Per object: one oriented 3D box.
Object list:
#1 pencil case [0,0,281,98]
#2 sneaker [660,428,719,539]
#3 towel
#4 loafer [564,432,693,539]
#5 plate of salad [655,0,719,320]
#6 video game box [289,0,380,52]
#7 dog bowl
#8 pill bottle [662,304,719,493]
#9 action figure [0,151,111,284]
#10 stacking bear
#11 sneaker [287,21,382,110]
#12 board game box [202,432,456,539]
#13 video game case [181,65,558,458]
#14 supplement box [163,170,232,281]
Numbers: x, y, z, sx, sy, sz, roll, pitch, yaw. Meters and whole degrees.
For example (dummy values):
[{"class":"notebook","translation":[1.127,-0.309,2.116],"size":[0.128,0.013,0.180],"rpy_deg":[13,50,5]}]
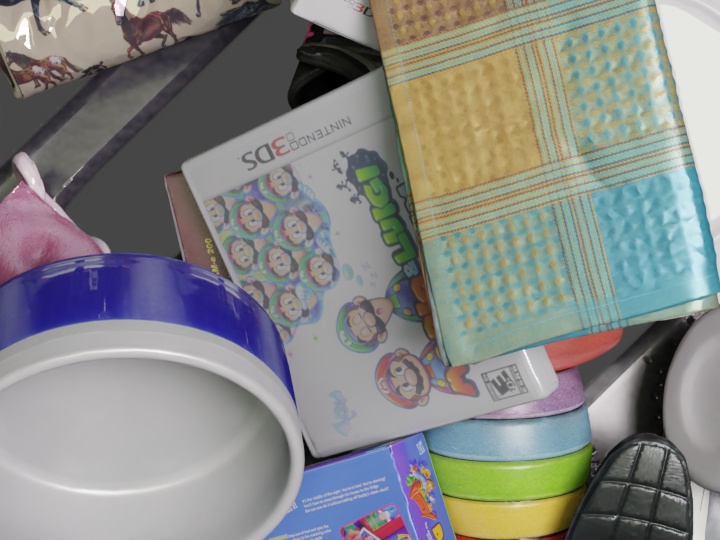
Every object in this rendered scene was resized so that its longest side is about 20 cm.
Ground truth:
[{"class":"pencil case","translation":[-0.145,-0.183,0.997],"size":[0.200,0.078,0.089],"rpy_deg":[-19,100,1]},{"class":"sneaker","translation":[0.253,0.177,0.959],"size":[0.146,0.077,0.202],"rpy_deg":[6,78,-6]},{"class":"towel","translation":[0.091,-0.063,0.786],"size":[0.147,0.022,0.200],"rpy_deg":[-13,87,15]},{"class":"loafer","translation":[0.151,0.181,0.913],"size":[0.073,0.072,0.200],"rpy_deg":[14,109,8]},{"class":"plate of salad","translation":[0.143,-0.074,0.806],"size":[0.200,0.048,0.200],"rpy_deg":[1,92,15]},{"class":"video game box","translation":[0.046,-0.182,0.912],"size":[0.182,0.200,0.047],"rpy_deg":[19,127,-19]},{"class":"dog bowl","translation":[-0.134,0.088,0.862],"size":[0.200,0.200,0.079],"rpy_deg":[-13,43,1]},{"class":"pill bottle","translation":[0.287,0.088,0.913],"size":[0.200,0.112,0.112],"rpy_deg":[12,86,-27]},{"class":"action figure","translation":[-0.147,0.027,0.958],"size":[0.200,0.134,0.149],"rpy_deg":[8,60,26]},{"class":"stacking bear","translation":[0.091,0.131,0.950],"size":[0.121,0.114,0.200],"rpy_deg":[2,98,36]},{"class":"sneaker","translation":[-0.013,-0.136,0.954],"size":[0.087,0.074,0.200],"rpy_deg":[-21,55,-13]},{"class":"board game box","translation":[-0.036,0.189,0.939],"size":[0.200,0.045,0.135],"rpy_deg":[-19,85,28]},{"class":"video game case","translation":[0.000,0.000,0.891],"size":[0.182,0.024,0.200],"rpy_deg":[-20,97,40]},{"class":"supplement box","translation":[-0.014,-0.030,0.988],"size":[0.200,0.061,0.109],"rpy_deg":[-13,87,1]}]
